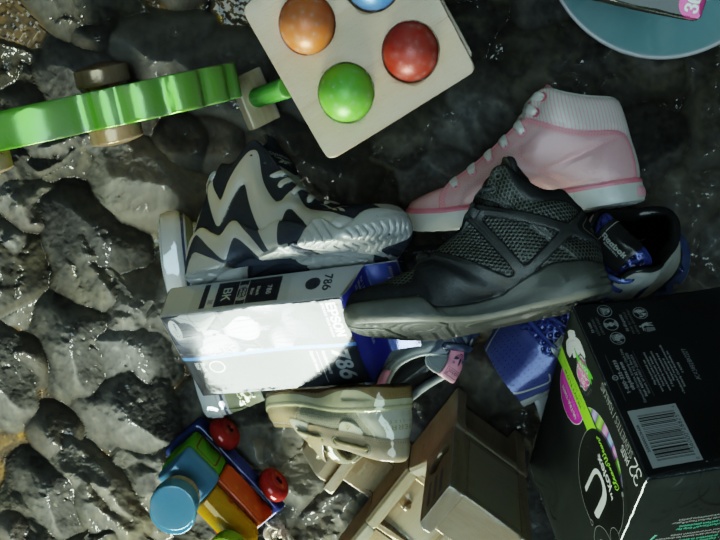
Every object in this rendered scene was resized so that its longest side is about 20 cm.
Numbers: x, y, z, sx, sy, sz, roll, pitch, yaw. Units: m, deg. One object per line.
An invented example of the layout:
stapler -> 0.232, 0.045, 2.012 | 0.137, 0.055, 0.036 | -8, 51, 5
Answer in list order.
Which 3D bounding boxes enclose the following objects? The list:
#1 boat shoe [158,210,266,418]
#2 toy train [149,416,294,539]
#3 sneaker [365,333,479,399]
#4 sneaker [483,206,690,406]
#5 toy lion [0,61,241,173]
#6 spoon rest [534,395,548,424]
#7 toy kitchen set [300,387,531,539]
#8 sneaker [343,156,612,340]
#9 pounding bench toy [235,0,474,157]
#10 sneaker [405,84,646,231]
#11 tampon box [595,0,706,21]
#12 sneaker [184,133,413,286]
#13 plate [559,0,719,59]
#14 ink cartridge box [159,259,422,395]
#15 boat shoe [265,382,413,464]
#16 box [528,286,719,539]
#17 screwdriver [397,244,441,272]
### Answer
boat shoe -> -0.134, 0.037, 0.830 | 0.061, 0.072, 0.204 | -13, 115, -4
toy train -> -0.110, 0.243, 0.856 | 0.084, 0.116, 0.201 | -39, 99, 16
sneaker -> 0.084, 0.050, 0.785 | 0.070, 0.083, 0.200 | 31, 115, -36
sneaker -> 0.179, 0.010, 0.731 | 0.198, 0.115, 0.081 | -38, 63, -2
toy lion -> -0.197, -0.125, 0.705 | 0.189, 0.198, 0.070 | 3, 110, 45
spoon rest -> 0.187, 0.137, 0.820 | 0.098, 0.061, 0.202 | -30, 100, 14
toy kitchen set -> 0.022, 0.208, 0.798 | 0.162, 0.181, 0.201 | 34, 108, -4
sneaker -> 0.078, -0.013, 0.688 | 0.195, 0.076, 0.117 | -14, 73, 8
pounding bench toy -> -0.027, -0.161, 0.704 | 0.198, 0.156, 0.126 | -30, 102, 14
sneaker -> 0.127, -0.091, 0.756 | 0.196, 0.075, 0.107 | -9, 91, 17
tampon box -> 0.150, -0.273, 0.639 | 0.196, 0.126, 0.153 | 14, 108, 2
sneaker -> -0.052, -0.060, 0.750 | 0.196, 0.079, 0.132 | -13, 65, 28
plate -> 0.238, -0.269, 0.710 | 0.195, 0.026, 0.205 | 2, 107, 7
ink cartridge box -> -0.054, 0.050, 0.746 | 0.196, 0.040, 0.101 | -8, 129, 15
boat shoe -> -0.023, 0.132, 0.777 | 0.071, 0.199, 0.067 | 0, 82, -34
box -> 0.217, 0.140, 0.687 | 0.121, 0.150, 0.202 | -6, 137, -7
screwdriver -> 0.000, 0.000, 0.814 | 0.195, 0.028, 0.030 | -9, 77, 6
